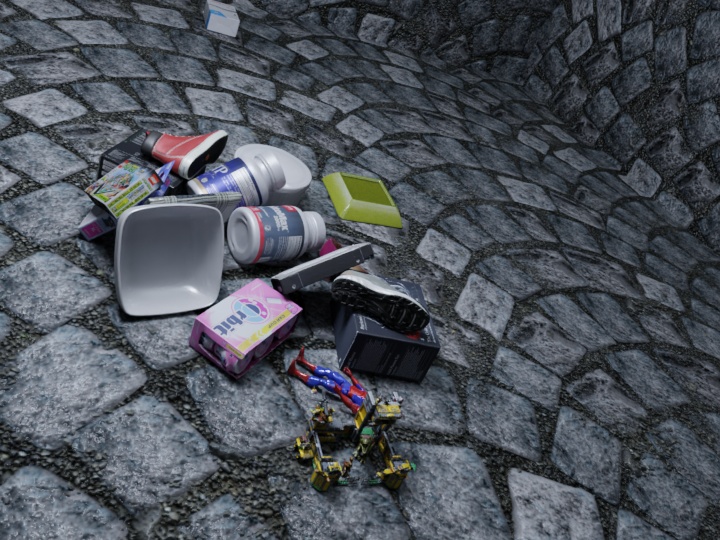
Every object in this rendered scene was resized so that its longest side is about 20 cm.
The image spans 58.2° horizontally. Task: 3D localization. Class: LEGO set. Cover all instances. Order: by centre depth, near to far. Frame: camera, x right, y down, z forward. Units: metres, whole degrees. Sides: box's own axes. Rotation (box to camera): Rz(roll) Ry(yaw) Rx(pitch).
[{"bbox_3d":[0.002,0.268,1.051,0.197,0.117,0.155,12,35,-20],"label":"LEGO set"}]

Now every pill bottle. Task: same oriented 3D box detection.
[{"bbox_3d":[-0.180,-0.082,1.424,0.198,0.121,0.120,-7,44,-41],"label":"pill bottle"},{"bbox_3d":[-0.272,-0.184,1.434,0.199,0.120,0.120,-31,57,-20],"label":"pill bottle"}]

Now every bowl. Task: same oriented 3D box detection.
[{"bbox_3d":[-0.354,-0.028,1.176,0.198,0.203,0.074,-6,21,-40],"label":"bowl"}]

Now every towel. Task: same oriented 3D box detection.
[{"bbox_3d":[-0.353,-0.096,1.273,0.191,0.199,0.035,-10,76,-38],"label":"towel"}]

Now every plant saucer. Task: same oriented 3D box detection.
[{"bbox_3d":[0.011,-0.207,1.798,0.197,0.048,0.201,6,37,-27],"label":"plant saucer"}]

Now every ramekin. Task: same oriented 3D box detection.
[{"bbox_3d":[-0.229,-0.223,1.613,0.200,0.095,0.203,18,33,-12],"label":"ramekin"}]

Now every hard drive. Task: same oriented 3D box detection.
[{"bbox_3d":[-0.079,-0.005,1.312,0.198,0.038,0.140,-21,6,-14],"label":"hard drive"}]

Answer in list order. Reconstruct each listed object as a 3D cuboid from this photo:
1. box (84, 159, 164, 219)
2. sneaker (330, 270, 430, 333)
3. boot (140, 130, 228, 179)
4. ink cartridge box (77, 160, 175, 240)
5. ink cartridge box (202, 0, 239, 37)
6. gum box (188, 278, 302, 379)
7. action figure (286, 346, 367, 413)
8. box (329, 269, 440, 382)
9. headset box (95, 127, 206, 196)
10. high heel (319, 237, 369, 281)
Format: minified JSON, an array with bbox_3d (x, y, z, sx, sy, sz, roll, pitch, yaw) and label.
[{"bbox_3d":[-0.455,-0.159,1.236,0.110,0.035,0.199,-42,32,-17],"label":"box"},{"bbox_3d":[0.044,0.051,1.241,0.198,0.075,0.079,26,28,2],"label":"sneaker"},{"bbox_3d":[-0.394,-0.288,1.444,0.143,0.073,0.200,28,35,5],"label":"boot"},{"bbox_3d":[-0.450,-0.138,1.272,0.042,0.198,0.120,56,19,-30],"label":"ink cartridge box"},{"bbox_3d":[-0.543,-0.987,2.507,0.114,0.067,0.201,7,37,-26],"label":"ink cartridge box"},{"bbox_3d":[-0.210,0.104,1.186,0.113,0.067,0.200,32,33,13],"label":"gum box"},{"bbox_3d":[-0.035,0.211,1.177,0.198,0.052,0.065,32,29,5],"label":"action figure"},{"bbox_3d":[0.044,0.110,1.319,0.180,0.105,0.201,11,35,-19],"label":"box"},{"bbox_3d":[-0.461,-0.220,1.451,0.172,0.093,0.201,24,32,-2],"label":"headset box"},{"bbox_3d":[0.000,0.000,1.451,0.197,0.097,0.068,17,33,-13],"label":"high heel"}]
